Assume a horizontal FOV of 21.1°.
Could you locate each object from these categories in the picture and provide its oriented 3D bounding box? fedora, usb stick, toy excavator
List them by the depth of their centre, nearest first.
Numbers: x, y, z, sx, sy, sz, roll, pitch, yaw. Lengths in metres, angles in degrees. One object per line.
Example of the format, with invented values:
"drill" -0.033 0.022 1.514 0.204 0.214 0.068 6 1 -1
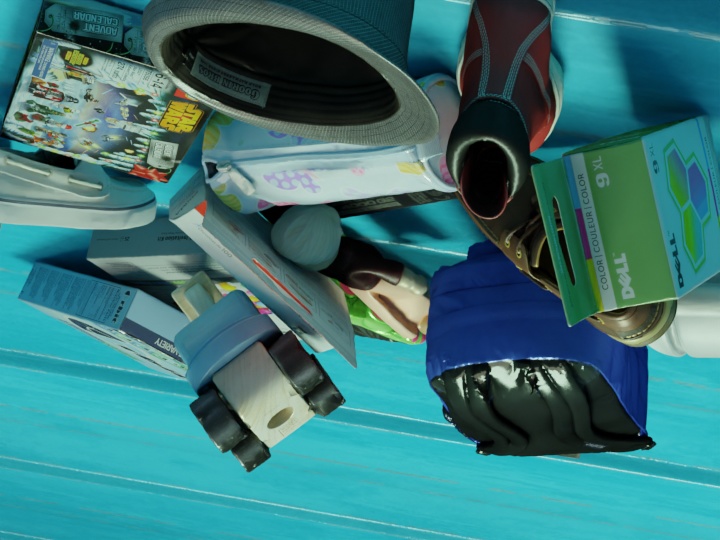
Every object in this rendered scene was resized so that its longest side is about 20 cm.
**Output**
"fedora" -0.035 -0.153 1.195 0.199 0.091 0.177 5 158 32
"usb stick" -0.003 -0.064 1.496 0.199 0.033 0.055 -8 146 41
"toy excavator" -0.104 0.058 1.560 0.100 0.200 0.195 -36 156 -1

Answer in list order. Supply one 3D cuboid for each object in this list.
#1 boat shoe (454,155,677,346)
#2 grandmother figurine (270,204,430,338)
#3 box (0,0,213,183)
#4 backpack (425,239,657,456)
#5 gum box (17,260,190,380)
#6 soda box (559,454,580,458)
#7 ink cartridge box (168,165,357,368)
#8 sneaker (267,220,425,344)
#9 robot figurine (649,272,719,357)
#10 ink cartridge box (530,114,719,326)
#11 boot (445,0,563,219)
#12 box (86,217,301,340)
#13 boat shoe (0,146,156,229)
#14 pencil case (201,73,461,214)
"boat shoe" 0.138 -0.025 1.366 0.200 0.072 0.067 43 -169 25
"grandmother figurine" 0.000 0.000 1.532 0.121 0.061 0.200 4 164 37
"box" -0.181 -0.129 1.402 0.136 0.040 0.200 15 159 -13
"backpack" 0.131 0.053 1.530 0.161 0.169 0.200 -11 156 19
"gum box" -0.201 0.056 1.801 0.169 0.045 0.199 32 169 -35
"soda box" 0.187 0.119 1.834 0.070 0.064 0.200 9 159 5
"ink cartridge box" -0.076 0.006 1.476 0.160 0.047 0.200 43 -171 -14
"sneaker" -0.022 0.017 1.656 0.083 0.077 0.200 -7 150 44
"robot figurine" 0.277 0.008 1.426 0.199 0.114 0.169 0 -173 27
"ink cartridge box" 0.181 -0.035 1.242 0.059 0.105 0.200 -11 -176 27
"boot" 0.087 -0.084 1.238 0.072 0.145 0.200 7 160 8
"box" -0.126 0.010 1.738 0.155 0.041 0.200 -1 157 31
"boat shoe" -0.236 -0.073 1.531 0.072 0.066 0.199 22 -166 41
"pencil case" -0.016 -0.089 1.363 0.199 0.084 0.091 -4 177 32
